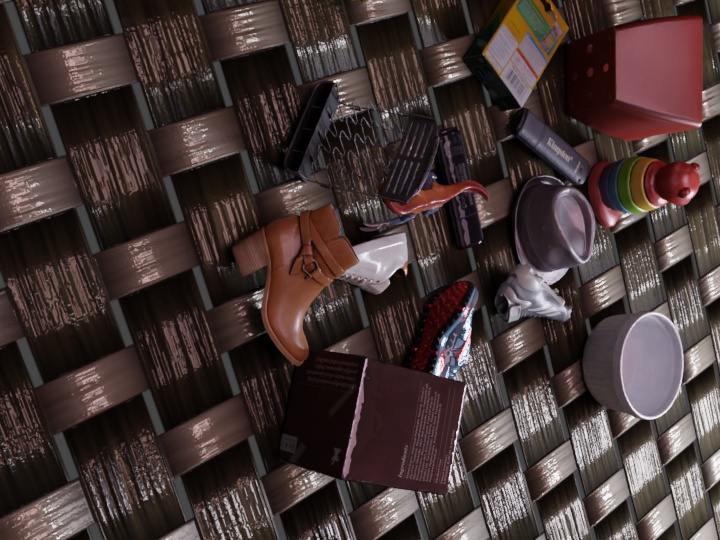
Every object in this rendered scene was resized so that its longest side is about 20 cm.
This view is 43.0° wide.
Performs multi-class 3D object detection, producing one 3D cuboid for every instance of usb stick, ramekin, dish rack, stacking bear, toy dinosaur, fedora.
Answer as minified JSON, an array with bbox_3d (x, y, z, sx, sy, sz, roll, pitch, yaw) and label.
[{"bbox_3d":[0.341,-0.220,1.634,0.199,0.032,0.056,32,70,-34],"label":"usb stick"},{"bbox_3d":[0.511,0.176,1.729,0.199,0.105,0.202,0,90,-37],"label":"ramekin"},{"bbox_3d":[0.007,-0.178,1.297,0.055,0.198,0.155,57,50,-65],"label":"dish rack"},{"bbox_3d":[0.531,-0.156,1.685,0.114,0.199,0.122,46,64,-28],"label":"stacking bear"},{"bbox_3d":[0.091,-0.123,1.374,0.182,0.198,0.106,-66,148,-72],"label":"toy dinosaur"},{"bbox_3d":[0.355,-0.072,1.617,0.176,0.090,0.202,-23,104,-35],"label":"fedora"},{"bbox_3d":[0.161,-0.133,1.505,0.055,0.033,0.202,-19,101,-29],"label":"usb stick"}]

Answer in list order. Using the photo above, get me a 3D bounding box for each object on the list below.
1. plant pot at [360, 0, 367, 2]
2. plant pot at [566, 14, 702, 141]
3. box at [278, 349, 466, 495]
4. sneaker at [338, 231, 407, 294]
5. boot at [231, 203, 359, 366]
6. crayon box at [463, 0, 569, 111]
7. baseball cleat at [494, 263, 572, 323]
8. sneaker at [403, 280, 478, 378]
[{"bbox_3d":[0.018,-0.498,1.315,0.200,0.200,0.191,41,78,-30],"label":"plant pot"},{"bbox_3d":[0.486,-0.355,1.668,0.175,0.199,0.202,1,89,-26],"label":"plant pot"},{"bbox_3d":[0.019,0.216,1.308,0.199,0.165,0.166,18,80,-37],"label":"box"},{"bbox_3d":[0.000,0.000,1.353,0.199,0.073,0.086,-15,96,-38],"label":"sneaker"},{"bbox_3d":[-0.070,0.020,1.253,0.154,0.074,0.201,-23,104,3],"label":"boot"},{"bbox_3d":[0.272,-0.392,1.580,0.126,0.051,0.201,46,64,-28],"label":"crayon box"},{"bbox_3d":[0.294,0.057,1.596,0.106,0.070,0.200,-45,135,7],"label":"baseball cleat"},{"bbox_3d":[0.139,0.113,1.471,0.095,0.079,0.201,37,76,-42],"label":"sneaker"}]
